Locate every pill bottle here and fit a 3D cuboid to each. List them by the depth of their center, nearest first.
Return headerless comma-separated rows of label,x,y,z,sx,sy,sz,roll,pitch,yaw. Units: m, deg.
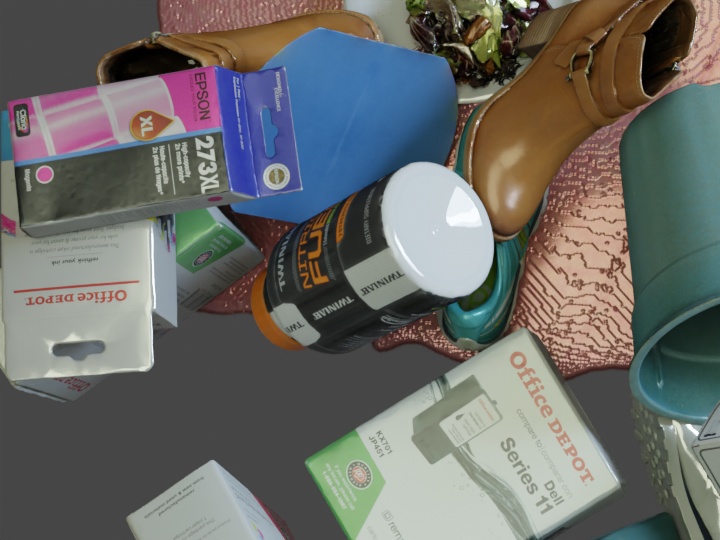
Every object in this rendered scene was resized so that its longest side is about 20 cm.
pill bottle,0.000,0.000,1.666,0.200,0.106,0.107,-28,74,48

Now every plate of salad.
plate of salad,0.081,-0.229,1.744,0.199,0.048,0.201,-3,74,11

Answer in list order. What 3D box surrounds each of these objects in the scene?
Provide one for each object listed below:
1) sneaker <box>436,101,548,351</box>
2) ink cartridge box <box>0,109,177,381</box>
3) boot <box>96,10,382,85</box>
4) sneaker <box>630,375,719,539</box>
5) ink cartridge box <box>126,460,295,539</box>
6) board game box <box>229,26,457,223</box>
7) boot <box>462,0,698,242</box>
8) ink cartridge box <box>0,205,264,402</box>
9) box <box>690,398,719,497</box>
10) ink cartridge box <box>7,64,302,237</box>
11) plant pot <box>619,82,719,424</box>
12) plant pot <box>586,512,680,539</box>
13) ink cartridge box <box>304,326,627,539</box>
sneaker,0.100,-0.038,1.703,0.077,0.080,0.201,5,75,10
ink cartridge box,-0.196,-0.017,1.611,0.115,0.068,0.201,-4,77,10
boot,-0.094,-0.162,1.702,0.199,0.155,0.077,-3,90,16
sneaker,0.263,0.155,1.661,0.080,0.076,0.201,-18,83,-5
ink cartridge box,-0.073,0.257,1.629,0.086,0.148,0.200,-35,57,2
board game box,-0.021,-0.112,1.704,0.039,0.200,0.158,48,121,48
boot,0.164,-0.114,1.627,0.077,0.155,0.200,38,69,-30
ink cartridge box,-0.190,0.007,1.716,0.200,0.145,0.088,-39,76,3
box,0.334,0.176,1.572,0.116,0.060,0.200,-16,114,43
ink cartridge box,-0.146,-0.087,1.566,0.199,0.037,0.095,-9,77,4
plant pot,0.276,-0.021,1.608,0.200,0.200,0.197,-12,57,8
plant pot,0.150,0.266,1.574,0.141,0.200,0.142,-24,78,23
ink cartridge box,0.082,0.154,1.679,0.200,0.083,0.147,-32,78,3
